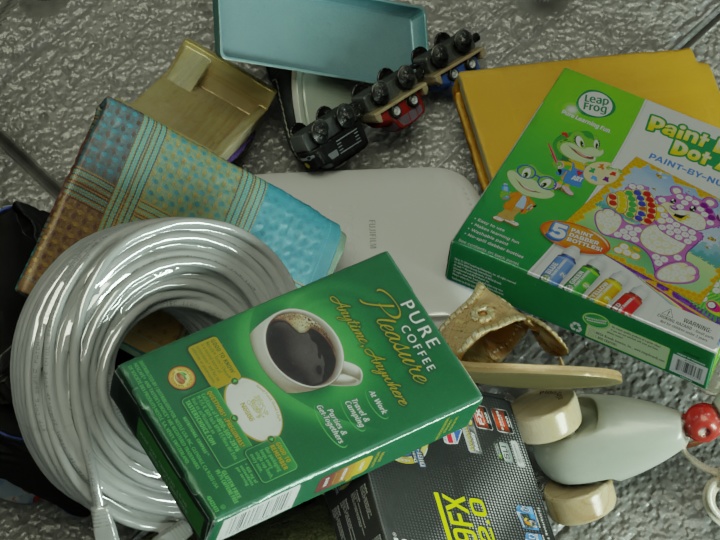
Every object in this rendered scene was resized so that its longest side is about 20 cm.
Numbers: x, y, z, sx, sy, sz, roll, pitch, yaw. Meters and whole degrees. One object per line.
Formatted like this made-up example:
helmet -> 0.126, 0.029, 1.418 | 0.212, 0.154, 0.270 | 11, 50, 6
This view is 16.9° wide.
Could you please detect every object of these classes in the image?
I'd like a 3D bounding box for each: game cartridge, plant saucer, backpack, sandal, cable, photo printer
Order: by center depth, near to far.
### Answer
cable -> -0.125, 0.065, 1.547 | 0.200, 0.069, 0.201 | -29, 106, -27
sandal -> 0.069, 0.042, 1.624 | 0.211, 0.078, 0.070 | -2, 78, 15
backpack -> -0.225, 0.059, 1.656 | 0.154, 0.200, 0.191 | -19, 56, 33
photo printer -> 0.000, 0.000, 1.726 | 0.199, 0.070, 0.167 | -2, 45, 0
game cartridge -> 0.184, -0.079, 1.786 | 0.199, 0.032, 0.177 | -6, 59, -15
plant saucer -> -0.029, -0.175, 1.795 | 0.199, 0.019, 0.070 | 6, 75, -38

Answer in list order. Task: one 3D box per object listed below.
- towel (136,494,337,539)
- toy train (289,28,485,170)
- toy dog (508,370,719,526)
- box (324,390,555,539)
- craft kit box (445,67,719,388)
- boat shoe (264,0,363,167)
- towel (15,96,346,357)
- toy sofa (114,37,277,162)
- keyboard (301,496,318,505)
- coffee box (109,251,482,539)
towel -> -0.080, 0.187, 1.591 | 0.199, 0.148, 0.037 | -18, 105, -35
toy train -> 0.025, -0.126, 1.796 | 0.200, 0.034, 0.046 | -35, 110, -36
toy dog -> 0.198, 0.103, 1.678 | 0.199, 0.132, 0.096 | 2, 24, -3
box -> 0.054, 0.164, 1.552 | 0.160, 0.044, 0.201 | 14, 48, -40
craft kit box -> 0.190, -0.034, 1.689 | 0.199, 0.049, 0.198 | 23, 49, 14
boat shoe -> -0.043, -0.168, 1.837 | 0.060, 0.075, 0.201 | -15, 66, 40
towel -> -0.115, -0.006, 1.604 | 0.200, 0.022, 0.147 | 29, 78, -25
toy sofa -> -0.134, -0.086, 1.732 | 0.083, 0.200, 0.098 | 29, 111, 1
keyboard -> -0.020, 0.097, 1.663 | 0.200, 0.040, 0.104 | -21, 51, -35
coffee box -> -0.038, 0.078, 1.493 | 0.199, 0.044, 0.123 | -24, 66, -25
